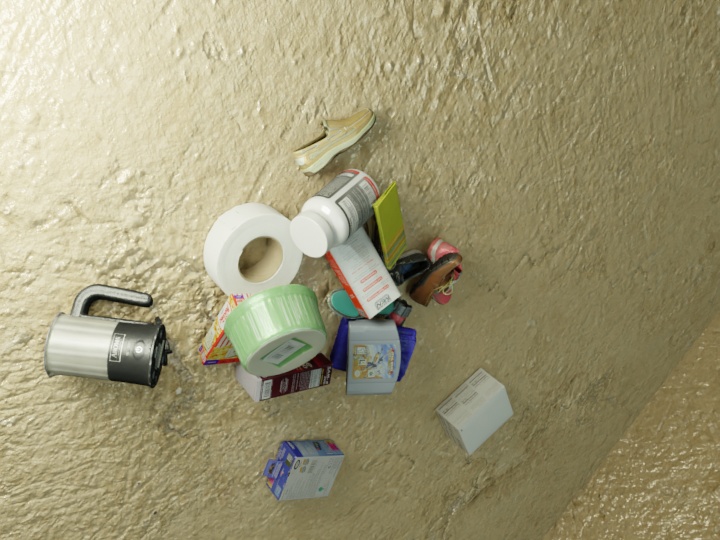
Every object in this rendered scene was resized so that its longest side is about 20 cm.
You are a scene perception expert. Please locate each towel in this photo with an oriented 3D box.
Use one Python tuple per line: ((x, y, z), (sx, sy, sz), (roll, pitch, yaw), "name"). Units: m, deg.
((0.067, -0.098, 1.516), (0.086, 0.018, 0.201), (-54, 149, -30), "towel")
((0.032, 0.198, 1.699), (0.198, 0.050, 0.149), (13, 103, -13), "towel")

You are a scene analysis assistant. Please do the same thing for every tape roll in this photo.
((-0.221, -0.036, 1.412), (0.201, 0.071, 0.204), (-19, 125, -29), "tape roll")

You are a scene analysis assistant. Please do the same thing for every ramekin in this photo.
((-0.163, 0.126, 1.363), (0.199, 0.098, 0.201), (-20, 151, -12), "ramekin")

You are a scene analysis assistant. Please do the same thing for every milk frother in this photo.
((-0.462, 0.141, 1.288), (0.186, 0.182, 0.201), (8, 146, -5), "milk frother")

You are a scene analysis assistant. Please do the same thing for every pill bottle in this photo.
((-0.053, -0.120, 1.424), (0.200, 0.115, 0.117), (-45, 138, -41), "pill bottle")

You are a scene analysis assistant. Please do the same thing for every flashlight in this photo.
((0.058, 0.163, 1.753), (0.068, 0.068, 0.201), (27, 102, -19), "flashlight")

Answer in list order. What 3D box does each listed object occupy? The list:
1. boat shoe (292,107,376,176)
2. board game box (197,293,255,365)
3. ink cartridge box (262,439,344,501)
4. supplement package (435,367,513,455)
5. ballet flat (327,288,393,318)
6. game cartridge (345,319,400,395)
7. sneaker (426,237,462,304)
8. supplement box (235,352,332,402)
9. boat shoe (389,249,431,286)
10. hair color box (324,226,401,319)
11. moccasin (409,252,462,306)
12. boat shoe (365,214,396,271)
((-0.055, -0.283, 1.411), (0.200, 0.072, 0.076), (-43, 117, -13), "boat shoe")
((-0.239, 0.123, 1.447), (0.151, 0.047, 0.200), (-1, 142, -38), "board game box")
((-0.155, 0.518, 1.773), (0.199, 0.076, 0.137), (10, 107, -43), "ink cartridge box")
((0.354, 0.437, 2.107), (0.200, 0.111, 0.156), (-38, 132, -14), "supplement package")
((-0.012, 0.083, 1.646), (0.199, 0.074, 0.075), (12, 106, -37), "ballet flat")
((0.032, 0.215, 1.666), (0.132, 0.042, 0.202), (1, 112, -3), "game cartridge")
((0.224, 0.015, 1.771), (0.074, 0.086, 0.201), (-39, 134, -35), "sneaker")
((-0.176, 0.231, 1.572), (0.199, 0.109, 0.061), (-7, 118, -36), "supplement box")
((0.091, 0.010, 1.686), (0.199, 0.066, 0.070), (-21, 125, -28), "boat shoe")
((0.000, 0.000, 1.566), (0.101, 0.061, 0.201), (-35, 108, -17), "hair color box")
((0.198, 0.027, 1.712), (0.202, 0.078, 0.074), (-52, 179, 40), "moccasin")
((0.056, -0.082, 1.591), (0.073, 0.065, 0.201), (-37, 126, -34), "boat shoe")
